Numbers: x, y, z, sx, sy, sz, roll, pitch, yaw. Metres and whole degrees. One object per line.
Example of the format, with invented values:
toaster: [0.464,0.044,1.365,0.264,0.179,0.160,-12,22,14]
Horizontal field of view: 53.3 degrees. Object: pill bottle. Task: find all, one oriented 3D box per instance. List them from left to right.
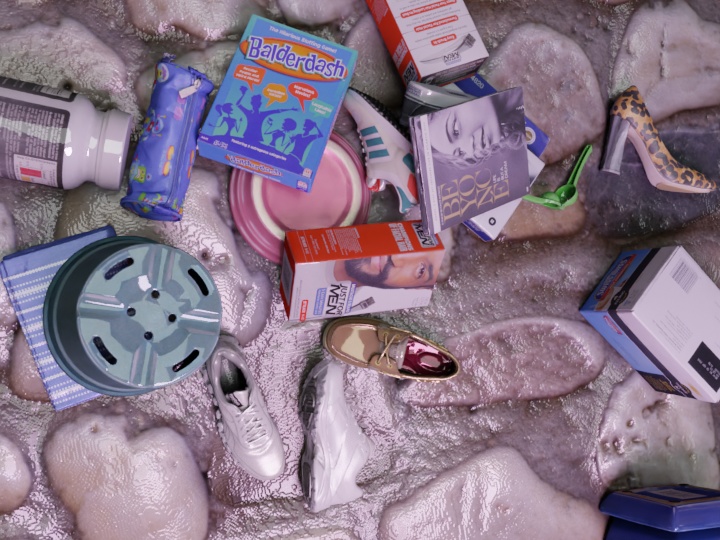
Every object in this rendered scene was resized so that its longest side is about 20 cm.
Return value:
pill bottle: [-0.377,-0.159,0.841,0.198,0.116,0.118,10,85,-16]

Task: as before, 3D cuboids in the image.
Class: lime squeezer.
lime squeezer: [0.294,-0.122,1.073,0.199,0.038,0.071,-28,130,-32]

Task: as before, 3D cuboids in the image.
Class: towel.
towel: [-0.346,0.057,0.897,0.144,0.024,0.202,-20,96,-19]

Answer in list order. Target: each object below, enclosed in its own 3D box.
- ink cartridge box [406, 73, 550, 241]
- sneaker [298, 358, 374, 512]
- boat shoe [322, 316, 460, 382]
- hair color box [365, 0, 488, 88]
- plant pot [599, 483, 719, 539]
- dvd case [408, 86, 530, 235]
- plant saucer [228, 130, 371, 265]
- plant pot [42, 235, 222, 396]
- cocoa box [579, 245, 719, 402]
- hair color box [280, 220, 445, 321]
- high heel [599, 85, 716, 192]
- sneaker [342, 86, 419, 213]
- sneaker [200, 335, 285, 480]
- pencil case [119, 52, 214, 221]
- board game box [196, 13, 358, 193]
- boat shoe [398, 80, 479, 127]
ink cartridge box: [0.171,-0.181,1.052,0.199,0.041,0.201,37,78,-13]
sneaker: [-0.029,0.217,0.967,0.098,0.078,0.202,-1,97,-24]
boat shoe: [0.047,0.109,0.990,0.198,0.066,0.075,13,84,-16]
hair color box: [0.083,-0.358,1.001,0.110,0.064,0.202,-21,81,-17]
plant pot: [0.476,0.417,1.051,0.198,0.200,0.182,-1,81,-17]
dvd case: [0.149,-0.146,0.934,0.199,0.016,0.150,-23,114,-32]
plant saucer: [-0.076,-0.105,0.968,0.198,0.051,0.203,1,87,-18]
plant pot: [-0.251,0.050,0.816,0.198,0.196,0.203,2,85,-26]
cocoa box: [0.463,0.080,1.086,0.200,0.131,0.134,44,77,-11]
hair color box: [0.000,0.000,0.944,0.198,0.112,0.064,-7,48,-18]
high heel: [0.483,-0.203,1.130,0.198,0.071,0.144,13,91,-7]
sneaker: [0.023,-0.162,0.970,0.200,0.070,0.094,47,110,21]
sneaker: [-0.151,0.182,0.920,0.075,0.081,0.202,-26,97,-18]
pencil case: [-0.239,-0.162,0.901,0.078,0.087,0.202,16,84,-36]
board game box: [-0.104,-0.218,0.928,0.151,0.045,0.202,18,70,-1]
boat shoe: [0.140,-0.204,0.986,0.198,0.072,0.068,4,116,-34]
